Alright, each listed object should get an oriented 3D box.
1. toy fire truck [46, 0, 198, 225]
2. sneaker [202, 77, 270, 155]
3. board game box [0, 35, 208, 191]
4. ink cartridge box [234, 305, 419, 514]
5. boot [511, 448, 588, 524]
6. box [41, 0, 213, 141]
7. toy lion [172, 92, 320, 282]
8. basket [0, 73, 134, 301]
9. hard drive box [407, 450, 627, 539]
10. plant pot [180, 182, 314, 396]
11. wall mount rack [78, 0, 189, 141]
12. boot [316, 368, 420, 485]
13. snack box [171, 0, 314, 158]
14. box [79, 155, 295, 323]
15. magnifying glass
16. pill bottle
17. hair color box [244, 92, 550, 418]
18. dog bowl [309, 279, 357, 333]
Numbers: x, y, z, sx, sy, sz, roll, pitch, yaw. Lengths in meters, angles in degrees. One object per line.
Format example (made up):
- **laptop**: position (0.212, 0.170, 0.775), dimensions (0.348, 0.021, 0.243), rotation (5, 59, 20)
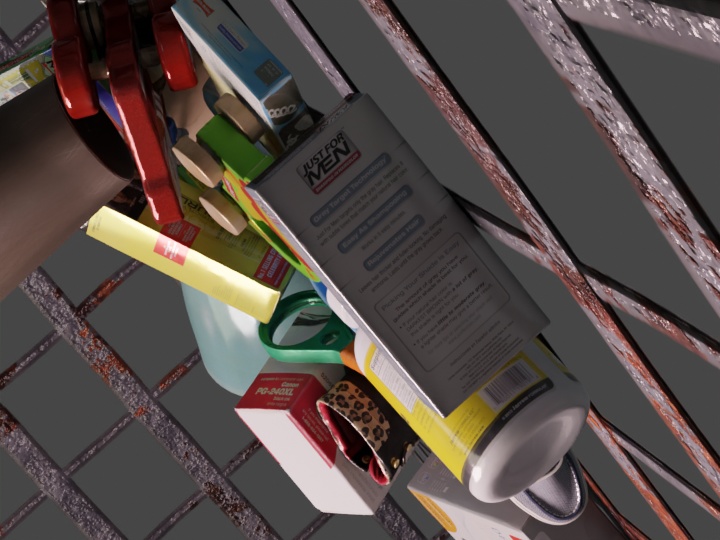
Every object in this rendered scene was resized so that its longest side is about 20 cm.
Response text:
- **toy fire truck**: position (-0.193, -0.154, 1.532), dimensions (0.201, 0.111, 0.169), rotation (-108, 4, -54)
- **sneaker**: position (-0.094, -0.095, 1.666), dimensions (0.200, 0.082, 0.074), rotation (47, 173, 12)
- **board game box**: position (-0.250, -0.126, 1.657), dimensions (0.134, 0.029, 0.200), rotation (-19, 124, 37)
- **ink cartridge box**: position (-0.003, 0.103, 1.664), dimensions (0.083, 0.201, 0.146), rotation (-5, 132, 48)
- **boot**: position (0.143, 0.156, 1.532), dimensions (0.201, 0.073, 0.090), rotation (52, 180, -21)
- **box**: position (-0.214, -0.215, 1.761), dimensions (0.200, 0.095, 0.078), rotation (50, 174, -27)
- **toy lion**: position (-0.058, -0.042, 1.449), dimensions (0.192, 0.069, 0.200), rotation (43, 171, 15)
- **basket**: position (-0.306, -0.068, 1.542), dimensions (0.180, 0.199, 0.137), rotation (39, -160, -58)
- **hard drive box**: position (0.163, 0.252, 1.763), dimensions (0.156, 0.077, 0.199), rotation (48, 161, -25)
- **plant pot**: position (-0.091, 0.000, 1.784), dimensions (0.201, 0.200, 0.162), rotation (44, 161, 44)
- **wall mount rack**: position (-0.264, -0.158, 1.700), dimensions (0.172, 0.075, 0.201), rotation (-2, 132, 28)
- **boot**: position (0.062, 0.135, 1.600), dimensions (0.201, 0.151, 0.073), rotation (54, 153, -16)
- **snack box**: position (-0.085, -0.146, 1.470), dimensions (0.116, 0.037, 0.200), rotation (47, 174, 21)
- **box**: position (-0.155, -0.032, 1.628), dimensions (0.198, 0.076, 0.050), rotation (28, 137, 1)
- **magnifying glass**: position (-0.020, 0.066, 1.572), dimensions (0.199, 0.079, 0.023), rotation (24, 148, 51)
- **pill bottle**: position (0.066, 0.064, 1.304), dimensions (0.200, 0.112, 0.112), rotation (47, 174, 27)
- **hair color box**: position (0.024, -0.011, 1.191), dimensions (0.200, 0.099, 0.061), rotation (50, 175, -11)
- **dog bowl**: position (0.000, 0.000, 1.544), dimensions (0.200, 0.049, 0.112), rotation (41, 149, 54)
